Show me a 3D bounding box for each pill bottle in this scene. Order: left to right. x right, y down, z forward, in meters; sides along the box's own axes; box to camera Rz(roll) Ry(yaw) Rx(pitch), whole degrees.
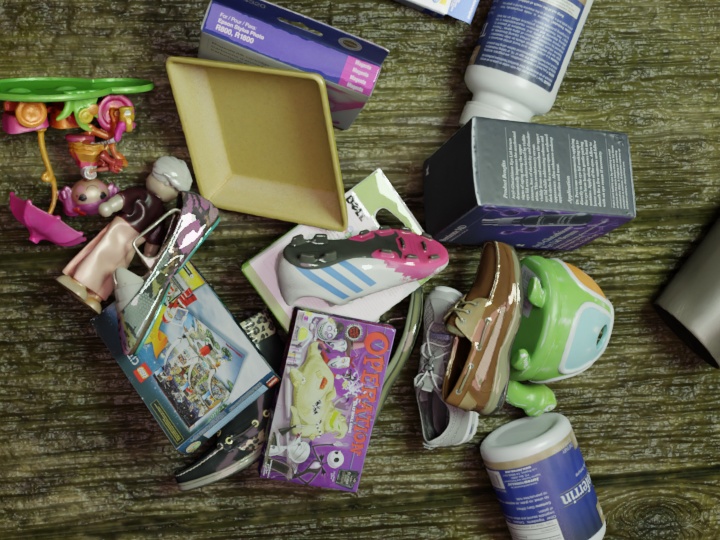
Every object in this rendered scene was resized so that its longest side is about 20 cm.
[{"bbox_3d":[0.189,-0.251,1.271,0.111,0.111,0.201,21,91,-8],"label":"pill bottle"},{"bbox_3d":[0.230,0.285,1.314,0.115,0.116,0.201,-21,97,-4],"label":"pill bottle"}]

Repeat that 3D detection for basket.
[{"bbox_3d":[0.470,0.013,1.316,0.200,0.136,0.180,-44,96,2],"label":"basket"}]

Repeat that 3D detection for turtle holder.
[{"bbox_3d":[0.226,0.079,1.286,0.131,0.141,0.186,8,79,-22],"label":"turtle holder"}]

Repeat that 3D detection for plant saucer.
[{"bbox_3d":[-0.104,-0.151,1.207,0.199,0.048,0.201,12,133,24],"label":"plant saucer"}]

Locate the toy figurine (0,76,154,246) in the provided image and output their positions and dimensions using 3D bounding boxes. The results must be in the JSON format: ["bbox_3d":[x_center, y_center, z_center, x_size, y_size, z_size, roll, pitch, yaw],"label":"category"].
[{"bbox_3d":[-0.330,-0.121,1.234,0.199,0.150,0.185,-9,110,-30],"label":"toy figurine"}]

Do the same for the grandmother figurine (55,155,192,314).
[{"bbox_3d":[-0.267,-0.051,1.246,0.060,0.121,0.200,31,75,19],"label":"grandmother figurine"}]

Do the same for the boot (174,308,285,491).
[{"bbox_3d":[-0.156,0.155,1.286,0.203,0.073,0.154,-30,93,-3],"label":"boot"}]

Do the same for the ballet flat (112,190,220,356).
[{"bbox_3d":[-0.234,-0.003,1.219,0.071,0.069,0.200,34,76,-18],"label":"ballet flat"}]

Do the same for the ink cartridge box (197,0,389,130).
[{"bbox_3d":[-0.082,-0.229,1.197,0.196,0.200,0.043,20,80,-7],"label":"ink cartridge box"}]

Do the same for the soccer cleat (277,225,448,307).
[{"bbox_3d":[0.000,0.000,1.223,0.199,0.070,0.087,-2,130,-19],"label":"soccer cleat"}]

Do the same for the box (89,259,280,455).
[{"bbox_3d":[-0.203,0.090,1.239,0.136,0.038,0.200,-39,65,-1],"label":"box"}]

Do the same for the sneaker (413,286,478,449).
[{"bbox_3d":[0.102,0.120,1.287,0.075,0.082,0.201,1,101,36],"label":"sneaker"}]

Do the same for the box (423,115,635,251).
[{"bbox_3d":[0.189,-0.095,1.238,0.199,0.148,0.105,2,75,-17],"label":"box"}]

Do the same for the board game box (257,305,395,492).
[{"bbox_3d":[-0.040,0.150,1.246,0.120,0.032,0.201,11,97,-17],"label":"board game box"}]

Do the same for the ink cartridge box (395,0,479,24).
[{"bbox_3d":[0.057,-0.381,1.282,0.199,0.042,0.120,20,92,-5],"label":"ink cartridge box"}]

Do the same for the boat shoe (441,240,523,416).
[{"bbox_3d":[0.135,0.065,1.234,0.074,0.076,0.201,8,87,-18],"label":"boat shoe"}]

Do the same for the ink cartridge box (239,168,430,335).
[{"bbox_3d":[-0.021,-0.004,1.285,0.200,0.076,0.148,-36,97,-5],"label":"ink cartridge box"}]

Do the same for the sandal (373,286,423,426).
[{"bbox_3d":[0.025,0.109,1.300,0.057,0.080,0.202,27,91,6],"label":"sandal"}]
